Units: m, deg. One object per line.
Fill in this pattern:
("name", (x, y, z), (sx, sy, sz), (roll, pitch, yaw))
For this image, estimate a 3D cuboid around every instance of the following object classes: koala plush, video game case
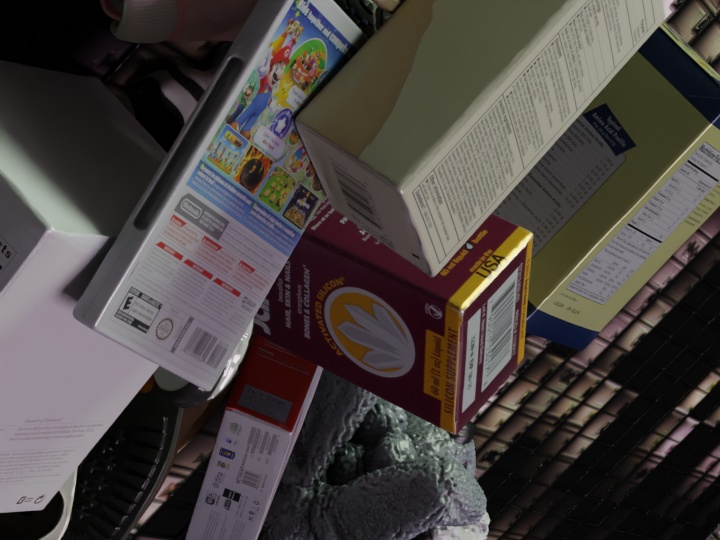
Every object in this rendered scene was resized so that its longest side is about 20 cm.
("koala plush", (0.024, 0.159, 1.809), (0.184, 0.178, 0.200), (-40, 161, 24))
("video game case", (-0.059, -0.043, 1.134), (0.201, 0.018, 0.143), (-59, 155, -3))

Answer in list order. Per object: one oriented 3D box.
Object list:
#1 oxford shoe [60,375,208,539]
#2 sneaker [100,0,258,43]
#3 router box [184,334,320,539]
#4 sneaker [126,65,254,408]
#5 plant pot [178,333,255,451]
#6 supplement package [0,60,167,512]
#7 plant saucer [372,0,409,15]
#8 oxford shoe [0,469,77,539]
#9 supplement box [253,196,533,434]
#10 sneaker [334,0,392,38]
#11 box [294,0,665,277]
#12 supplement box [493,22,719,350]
("oxford shoe", (-0.126, 0.091, 1.374), (0.201, 0.072, 0.084), (-64, 156, -2))
("sneaker", (-0.084, -0.157, 1.191), (0.104, 0.076, 0.200), (-4, 180, 2))
("router box", (-0.064, 0.097, 1.571), (0.201, 0.049, 0.180), (109, 1, -48))
("sneaker", (-0.108, -0.022, 1.289), (0.073, 0.202, 0.080), (-3, 174, 41))
("plant pot", (-0.127, 0.038, 1.439), (0.200, 0.027, 0.201), (-43, 146, -38))
("supplement package", (-0.205, 0.009, 1.166), (0.200, 0.147, 0.191), (-50, 157, 16))
("plant saucer", (0.051, -0.226, 1.135), (0.200, 0.029, 0.201), (-42, 149, -32))
("oxford shoe", (-0.194, 0.077, 1.307), (0.058, 0.075, 0.201), (-60, 155, -78))
("supplement box", (0.000, 0.000, 1.382), (0.086, 0.199, 0.111), (-44, 149, -38))
("sneaker", (0.021, -0.164, 1.317), (0.200, 0.077, 0.085), (-39, 172, -48))
("box", (0.067, -0.107, 1.166), (0.200, 0.078, 0.095), (-47, 150, -15))
("supplement box", (0.130, -0.092, 1.475), (0.200, 0.200, 0.134), (-47, 158, 11))
